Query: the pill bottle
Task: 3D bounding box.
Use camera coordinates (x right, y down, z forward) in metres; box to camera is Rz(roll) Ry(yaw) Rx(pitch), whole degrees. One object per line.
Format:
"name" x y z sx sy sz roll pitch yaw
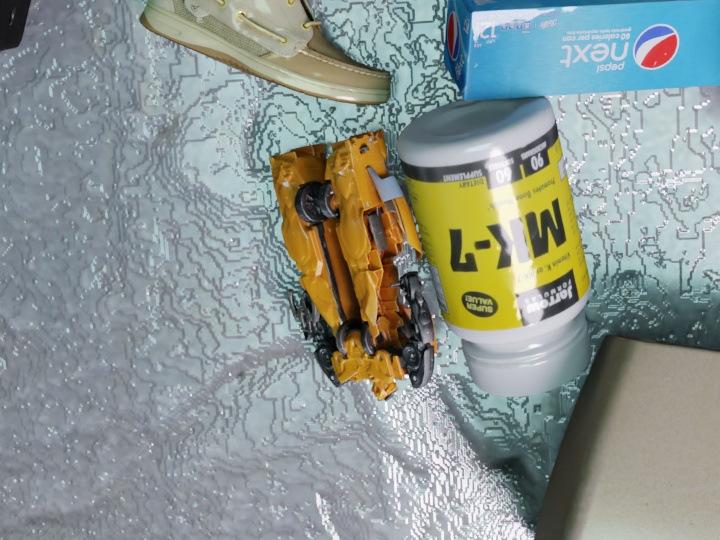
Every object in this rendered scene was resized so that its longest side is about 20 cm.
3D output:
"pill bottle" 0.104 -0.018 0.866 0.113 0.114 0.201 -14 112 9

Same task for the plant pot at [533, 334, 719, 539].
"plant pot" 0.241 0.143 0.859 0.198 0.200 0.179 8 89 5

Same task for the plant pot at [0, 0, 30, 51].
"plant pot" -0.330 -0.249 0.864 0.176 0.200 0.201 15 101 -9

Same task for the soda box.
"soda box" 0.162 -0.168 0.836 0.198 0.064 0.068 -5 126 -10

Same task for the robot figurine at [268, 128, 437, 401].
"robot figurine" 0.000 0.000 0.902 0.144 0.058 0.202 -4 105 48

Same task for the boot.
"boot" -0.051 -0.220 0.889 0.199 0.073 0.157 22 100 6
